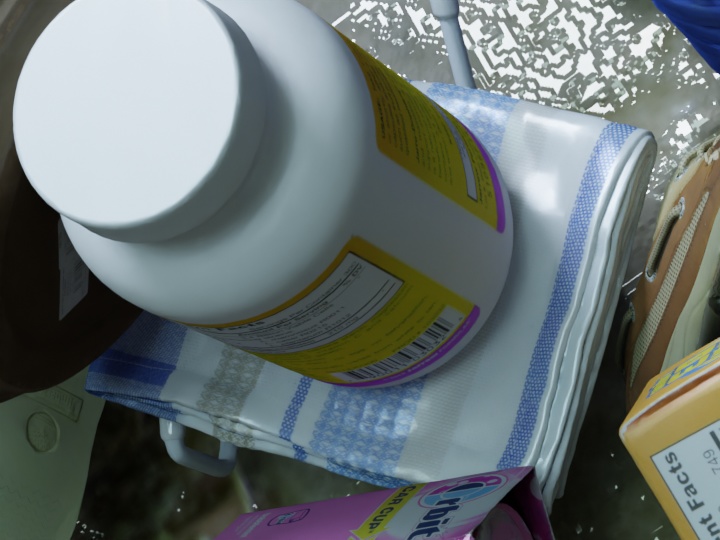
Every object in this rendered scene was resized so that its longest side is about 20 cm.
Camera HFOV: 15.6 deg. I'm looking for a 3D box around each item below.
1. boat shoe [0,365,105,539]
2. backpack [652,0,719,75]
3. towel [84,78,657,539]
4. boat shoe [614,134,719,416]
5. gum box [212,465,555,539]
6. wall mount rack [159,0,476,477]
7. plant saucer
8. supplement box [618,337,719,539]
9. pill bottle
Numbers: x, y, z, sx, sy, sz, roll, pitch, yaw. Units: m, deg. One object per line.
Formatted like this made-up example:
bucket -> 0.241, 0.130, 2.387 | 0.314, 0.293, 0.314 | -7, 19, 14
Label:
boat shoe -> -0.143, 0.061, 1.001 | 0.063, 0.074, 0.202 | -8, 53, 44
backpack -> 0.178, -0.156, 0.884 | 0.199, 0.168, 0.163 | -5, 67, 30
towel -> 0.000, 0.000, 0.937 | 0.199, 0.024, 0.148 | 14, 84, 29
boat shoe -> 0.129, -0.013, 0.884 | 0.074, 0.075, 0.201 | 60, 141, 45
gum box -> 0.025, 0.177, 0.883 | 0.113, 0.066, 0.201 | -11, 102, 25
wall mount rack -> -0.009, -0.014, 0.995 | 0.199, 0.075, 0.175 | -8, 71, 25
plant saucer -> -0.088, -0.041, 0.872 | 0.029, 0.200, 0.201 | 26, 89, 17
supplement box -> 0.161, 0.111, 0.829 | 0.069, 0.067, 0.201 | -28, 92, 19
pill bottle -> -0.029, -0.028, 0.827 | 0.104, 0.200, 0.105 | -5, 76, 21
